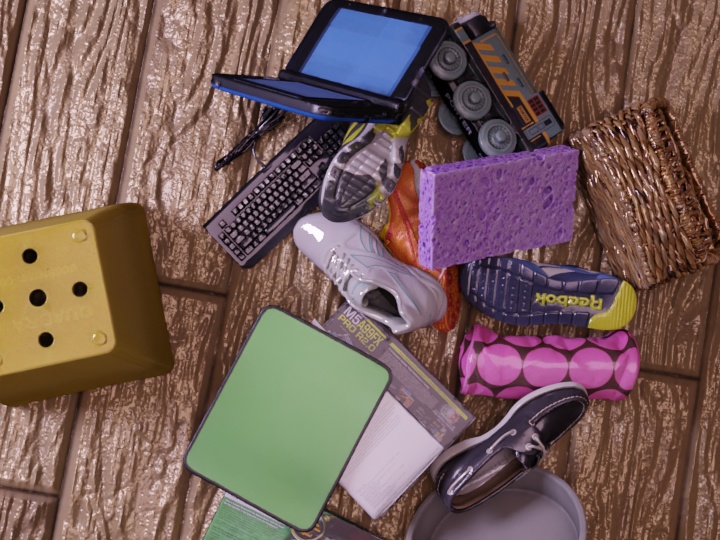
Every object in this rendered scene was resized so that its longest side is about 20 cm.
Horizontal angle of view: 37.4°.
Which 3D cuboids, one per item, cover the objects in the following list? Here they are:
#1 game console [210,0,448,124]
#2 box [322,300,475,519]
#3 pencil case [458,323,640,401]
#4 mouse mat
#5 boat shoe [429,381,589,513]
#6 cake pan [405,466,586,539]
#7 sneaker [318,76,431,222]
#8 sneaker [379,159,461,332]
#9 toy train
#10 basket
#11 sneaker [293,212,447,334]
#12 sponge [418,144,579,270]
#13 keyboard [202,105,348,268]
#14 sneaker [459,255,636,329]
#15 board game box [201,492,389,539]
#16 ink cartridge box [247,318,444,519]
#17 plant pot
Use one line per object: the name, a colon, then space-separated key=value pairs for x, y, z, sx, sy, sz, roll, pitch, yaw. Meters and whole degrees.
game console: x=-0.036 y=-0.234 z=1.149 sx=0.170 sy=0.199 sz=0.119 roll=-5 pitch=110 yaw=-45
box: x=0.006 y=0.154 z=1.210 sx=0.200 sy=0.044 sz=0.160 roll=44 pitch=84 yaw=0
pencil case: x=0.210 y=0.102 z=1.207 sx=0.198 sy=0.091 sz=0.094 roll=4 pitch=46 yaw=-3
mouse mat: x=-0.077 y=0.157 z=1.129 sx=0.160 sy=0.008 sz=0.201 roll=28 pitch=86 yaw=1
boat shoe: x=0.169 y=0.195 z=1.163 sx=0.199 sy=0.060 sz=0.074 roll=-30 pitch=124 yaw=5
cake pan: x=0.148 y=0.295 z=1.151 sx=0.199 sy=0.200 sz=0.037 roll=-25 pitch=125 yaw=-5
sneaker: x=0.013 y=-0.134 z=1.200 sx=0.074 sy=0.085 sz=0.201 roll=37 pitch=73 yaw=-14
sneaker: x=0.067 y=-0.024 z=1.223 sx=0.077 sy=0.073 sz=0.201 roll=-17 pitch=86 yaw=20
toy train: x=0.147 y=-0.202 z=1.228 sx=0.114 sy=0.085 sz=0.201 roll=-31 pitch=87 yaw=-17
basket: x=0.341 y=-0.093 z=1.199 sx=0.148 sy=0.143 sz=0.201 roll=-20 pitch=88 yaw=-4
sneaker: x=0.000 y=0.000 z=1.178 sx=0.200 sy=0.080 sz=0.071 roll=33 pitch=121 yaw=19
sponge: x=0.154 y=-0.072 z=1.180 sx=0.199 sy=0.030 sz=0.112 roll=-12 pitch=116 yaw=-28
keyboard: x=-0.103 y=-0.112 z=1.232 sx=0.200 sy=0.021 sz=0.127 roll=-45 pitch=90 yaw=-6
sneaker: x=0.212 y=0.026 z=1.220 sx=0.199 sy=0.082 sz=0.074 roll=11 pitch=101 yaw=7
board game box: x=-0.073 y=0.313 z=1.204 sx=0.199 sy=0.023 sz=0.105 roll=27 pitch=87 yaw=-2
ink cartridge box: x=-0.017 y=0.160 z=1.161 sx=0.109 sy=0.050 sz=0.200 roll=-44 pitch=89 yaw=-4
plant pot: x=-0.322 y=0.031 z=1.129 sx=0.199 sy=0.176 sz=0.201 roll=-11 pitch=87 yaw=-5
